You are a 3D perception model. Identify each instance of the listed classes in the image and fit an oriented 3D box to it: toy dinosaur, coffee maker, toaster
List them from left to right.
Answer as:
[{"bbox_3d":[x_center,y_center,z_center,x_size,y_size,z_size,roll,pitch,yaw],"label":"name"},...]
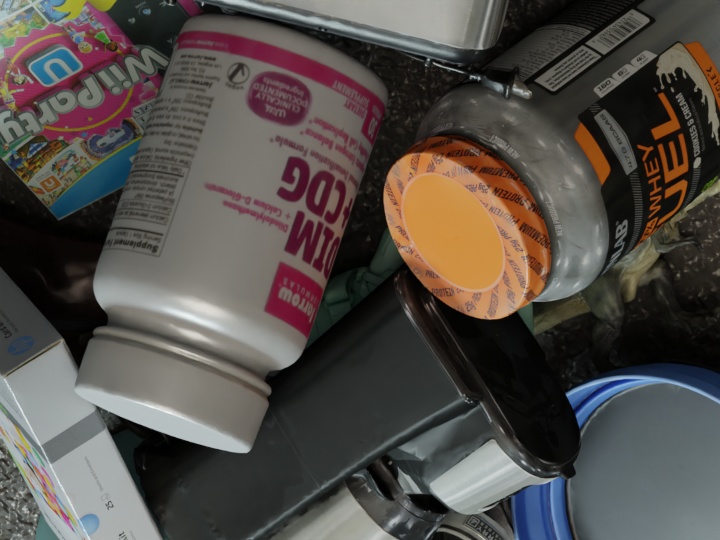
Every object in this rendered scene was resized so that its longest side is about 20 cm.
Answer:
[{"bbox_3d":[-0.013,0.078,1.554,0.200,0.135,0.192,-39,106,23],"label":"coffee maker"},{"bbox_3d":[0.004,-0.189,1.478,0.199,0.181,0.119,14,114,-1],"label":"toaster"},{"bbox_3d":[0.146,0.014,1.642,0.200,0.047,0.088,-40,89,23],"label":"toy dinosaur"}]

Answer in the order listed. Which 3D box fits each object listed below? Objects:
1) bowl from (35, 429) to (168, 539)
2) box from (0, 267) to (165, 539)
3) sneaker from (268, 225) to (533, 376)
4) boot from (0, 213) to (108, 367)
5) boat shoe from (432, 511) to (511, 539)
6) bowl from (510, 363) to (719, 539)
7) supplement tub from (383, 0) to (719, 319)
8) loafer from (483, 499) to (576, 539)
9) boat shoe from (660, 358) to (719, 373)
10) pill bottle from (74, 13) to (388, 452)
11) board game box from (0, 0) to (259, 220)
[{"bbox_3d":[-0.101,0.200,1.721,0.200,0.105,0.202,2,117,3],"label":"bowl"},{"bbox_3d":[-0.165,0.089,1.584,0.041,0.156,0.200,-32,125,-12],"label":"box"},{"bbox_3d":[0.000,0.000,1.634,0.199,0.074,0.119,7,109,8],"label":"sneaker"},{"bbox_3d":[-0.204,-0.017,1.650,0.166,0.072,0.201,-1,120,-1],"label":"boot"},{"bbox_3d":[0.028,0.192,1.677,0.071,0.064,0.200,38,153,5],"label":"boat shoe"},{"bbox_3d":[0.176,0.144,1.611,0.200,0.039,0.201,15,117,32],"label":"bowl"},{"bbox_3d":[0.111,-0.065,1.508,0.122,0.200,0.123,30,140,30],"label":"supplement tub"},{"bbox_3d":[0.109,0.167,1.707,0.072,0.073,0.200,-41,108,16],"label":"loafer"},{"bbox_3d":[0.241,0.090,1.623,0.199,0.073,0.063,10,104,39],"label":"boat shoe"},{"bbox_3d":[-0.068,-0.018,1.482,0.113,0.113,0.201,19,80,-5],"label":"pill bottle"},{"bbox_3d":[-0.156,-0.137,1.550,0.147,0.064,0.200,-27,131,17],"label":"board game box"}]
